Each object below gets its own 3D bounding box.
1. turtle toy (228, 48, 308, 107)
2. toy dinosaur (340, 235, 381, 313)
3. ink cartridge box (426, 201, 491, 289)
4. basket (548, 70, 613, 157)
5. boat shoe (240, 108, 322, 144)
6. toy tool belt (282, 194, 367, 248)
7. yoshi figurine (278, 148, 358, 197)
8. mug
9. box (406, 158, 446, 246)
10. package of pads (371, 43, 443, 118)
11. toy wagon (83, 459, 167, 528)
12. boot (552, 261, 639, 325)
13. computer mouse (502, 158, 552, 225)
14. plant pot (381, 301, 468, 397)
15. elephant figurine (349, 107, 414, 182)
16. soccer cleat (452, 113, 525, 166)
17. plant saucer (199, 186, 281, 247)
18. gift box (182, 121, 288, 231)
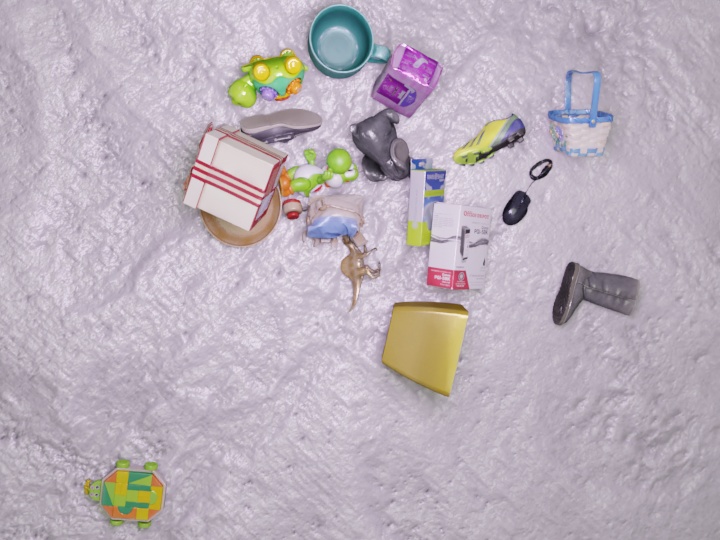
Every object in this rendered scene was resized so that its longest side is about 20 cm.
[{"bbox_3d":[-0.214,-0.444,1.580,0.196,0.146,0.103,-14,118,-5],"label":"turtle toy"},{"bbox_3d":[0.000,0.000,1.687,0.099,0.058,0.204,-6,88,8],"label":"toy dinosaur"},{"bbox_3d":[0.242,-0.059,1.657,0.145,0.082,0.204,0,97,-47],"label":"ink cartridge box"},{"bbox_3d":[0.537,-0.383,1.656,0.136,0.177,0.204,1,106,-4],"label":"basket"},{"bbox_3d":[-0.189,-0.340,1.633,0.196,0.073,0.063,-9,139,-12],"label":"boat shoe"},{"bbox_3d":[-0.085,-0.111,1.614,0.196,0.125,0.125,-3,73,-7],"label":"toy tool belt"},{"bbox_3d":[-0.101,-0.243,1.619,0.196,0.112,0.115,-11,90,-9],"label":"yoshi figurine"},{"bbox_3d":[-0.039,-0.520,1.598,0.152,0.114,0.185,-44,99,-3],"label":"mug"},{"bbox_3d":[0.159,-0.166,1.641,0.047,0.121,0.204,9,103,30],"label":"box"},{"bbox_3d":[0.103,-0.439,1.581,0.119,0.200,0.077,24,78,-9],"label":"package of pads"},{"bbox_3d":[-0.577,0.544,1.654,0.196,0.040,0.158,7,94,-8],"label":"toy wagon"},{"bbox_3d":[0.614,0.081,1.766,0.197,0.073,0.185,19,94,-15],"label":"boot"},{"bbox_3d":[0.429,-0.201,1.728,0.058,0.034,0.202,33,89,-8],"label":"computer mouse"},{"bbox_3d":[0.149,0.170,1.650,0.173,0.200,0.204,13,93,2],"label":"plant pot"},{"bbox_3d":[0.070,-0.272,1.619,0.153,0.141,0.202,-28,94,-10],"label":"elephant figurine"},{"bbox_3d":[0.316,-0.328,1.698,0.197,0.065,0.085,-25,68,-1],"label":"soccer cleat"},{"bbox_3d":[-0.286,-0.158,1.629,0.196,0.035,0.204,0,93,-2],"label":"plant saucer"},{"bbox_3d":[-0.285,-0.211,1.520,0.184,0.200,0.187,24,104,-3],"label":"gift box"}]
